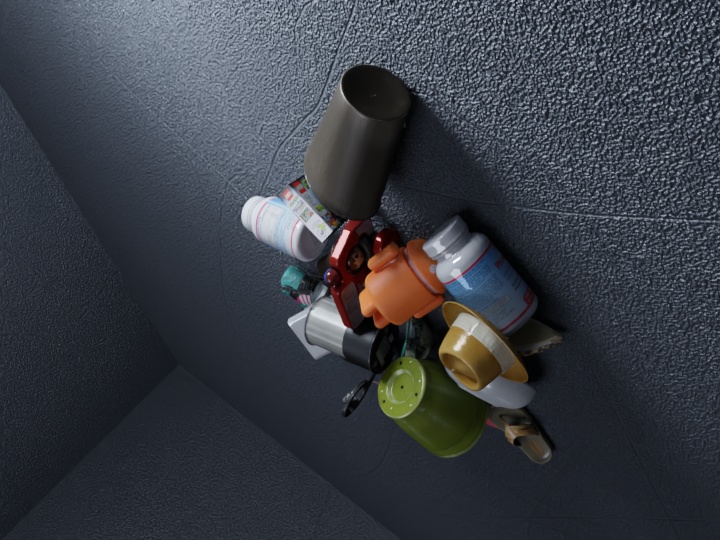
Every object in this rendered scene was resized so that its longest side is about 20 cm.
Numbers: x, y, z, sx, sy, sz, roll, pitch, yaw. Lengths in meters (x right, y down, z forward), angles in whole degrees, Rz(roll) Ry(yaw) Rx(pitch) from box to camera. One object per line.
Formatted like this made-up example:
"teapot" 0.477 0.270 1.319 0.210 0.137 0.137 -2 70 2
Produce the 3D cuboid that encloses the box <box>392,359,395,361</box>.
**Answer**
"box" 0.109 0.266 1.403 0.141 0.037 0.199 12 159 47

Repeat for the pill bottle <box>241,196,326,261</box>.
"pill bottle" -0.176 -0.103 1.275 0.198 0.109 0.110 23 146 34

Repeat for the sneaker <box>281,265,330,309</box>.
"sneaker" -0.146 0.036 1.468 0.120 0.084 0.200 38 154 -9

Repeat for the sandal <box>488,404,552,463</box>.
"sandal" 0.353 0.362 1.235 0.080 0.054 0.200 -38 101 28

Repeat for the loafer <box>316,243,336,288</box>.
"loafer" -0.066 -0.003 1.278 0.070 0.074 0.201 9 155 -2

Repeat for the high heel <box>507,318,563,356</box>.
"high heel" 0.303 0.143 1.062 0.197 0.073 0.142 -4 149 39

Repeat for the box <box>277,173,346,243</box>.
"box" -0.058 -0.133 1.012 0.110 0.200 0.035 46 121 -4

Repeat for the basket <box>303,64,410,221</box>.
"basket" -0.005 -0.213 0.902 0.183 0.134 0.201 63 152 21

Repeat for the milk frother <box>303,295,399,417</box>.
"milk frother" -0.041 0.186 1.223 0.185 0.200 0.184 17 130 32

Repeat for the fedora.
"fedora" 0.187 0.142 0.941 0.201 0.082 0.201 45 168 12

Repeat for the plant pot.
"plant pot" 0.142 0.279 1.209 0.192 0.204 0.198 31 164 -39

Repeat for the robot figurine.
"robot figurine" 0.087 0.021 1.049 0.145 0.199 0.116 54 -163 8

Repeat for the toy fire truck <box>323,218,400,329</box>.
"toy fire truck" 0.000 0.000 1.132 0.111 0.168 0.202 19 143 37

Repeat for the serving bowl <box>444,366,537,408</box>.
"serving bowl" 0.247 0.222 1.118 0.197 0.067 0.200 28 175 3

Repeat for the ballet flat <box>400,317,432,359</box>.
"ballet flat" 0.133 0.157 1.290 0.074 0.074 0.202 33 151 19

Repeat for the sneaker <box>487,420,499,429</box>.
"sneaker" 0.252 0.332 1.323 0.198 0.087 0.075 25 147 30

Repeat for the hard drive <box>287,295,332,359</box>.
"hard drive" -0.067 0.131 1.409 0.197 0.027 0.133 -28 112 17

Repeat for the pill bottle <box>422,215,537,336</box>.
"pill bottle" 0.199 0.010 0.947 0.201 0.109 0.108 48 151 -7

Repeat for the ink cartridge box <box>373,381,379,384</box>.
"ink cartridge box" 0.142 0.348 1.443 0.198 0.046 0.175 19 178 38
